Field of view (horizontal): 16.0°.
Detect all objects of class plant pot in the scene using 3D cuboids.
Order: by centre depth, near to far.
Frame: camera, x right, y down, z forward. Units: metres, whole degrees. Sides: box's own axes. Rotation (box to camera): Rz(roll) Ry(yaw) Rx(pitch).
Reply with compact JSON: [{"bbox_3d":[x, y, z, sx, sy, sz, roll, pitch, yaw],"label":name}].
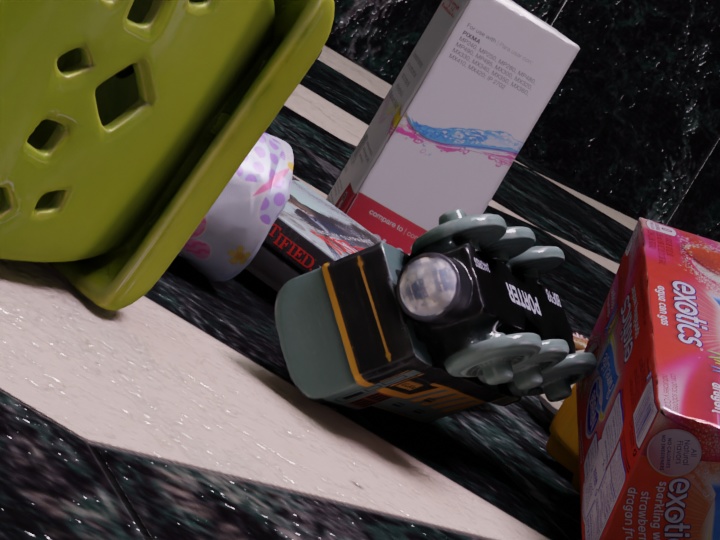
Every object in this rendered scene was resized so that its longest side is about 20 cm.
[{"bbox_3d":[-0.143,-0.111,1.116,0.181,0.200,0.199,32,4,-44],"label":"plant pot"}]

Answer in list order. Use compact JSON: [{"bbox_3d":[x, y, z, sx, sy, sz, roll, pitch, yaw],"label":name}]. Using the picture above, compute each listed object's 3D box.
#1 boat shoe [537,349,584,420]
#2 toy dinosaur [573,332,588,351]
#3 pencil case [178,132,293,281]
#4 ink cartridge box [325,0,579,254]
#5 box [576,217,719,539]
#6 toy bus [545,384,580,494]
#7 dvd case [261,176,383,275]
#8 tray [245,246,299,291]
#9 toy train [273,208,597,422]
[{"bbox_3d":[0.169,0.095,1.477,0.200,0.072,0.060,21,-45,55],"label":"boat shoe"},{"bbox_3d":[0.228,0.093,1.654,0.200,0.105,0.182,22,-20,38],"label":"toy dinosaur"},{"bbox_3d":[-0.132,-0.069,1.290,0.200,0.083,0.091,28,-29,-21],"label":"pencil case"},{"bbox_3d":[0.055,-0.089,1.691,0.083,0.200,0.146,30,8,-6],"label":"ink cartridge box"},{"bbox_3d":[0.164,0.069,1.227,0.095,0.100,0.200,18,26,-6],"label":"box"},{"bbox_3d":[0.182,0.123,1.338,0.200,0.065,0.078,36,11,29],"label":"toy bus"},{"bbox_3d":[0.000,0.000,1.419,0.200,0.022,0.146,36,9,20],"label":"dvd case"},{"bbox_3d":[-0.023,0.001,1.486,0.107,0.022,0.200,34,8,28],"label":"tray"},{"bbox_3d":[0.039,0.028,1.224,0.200,0.114,0.085,22,51,-69],"label":"toy train"}]
